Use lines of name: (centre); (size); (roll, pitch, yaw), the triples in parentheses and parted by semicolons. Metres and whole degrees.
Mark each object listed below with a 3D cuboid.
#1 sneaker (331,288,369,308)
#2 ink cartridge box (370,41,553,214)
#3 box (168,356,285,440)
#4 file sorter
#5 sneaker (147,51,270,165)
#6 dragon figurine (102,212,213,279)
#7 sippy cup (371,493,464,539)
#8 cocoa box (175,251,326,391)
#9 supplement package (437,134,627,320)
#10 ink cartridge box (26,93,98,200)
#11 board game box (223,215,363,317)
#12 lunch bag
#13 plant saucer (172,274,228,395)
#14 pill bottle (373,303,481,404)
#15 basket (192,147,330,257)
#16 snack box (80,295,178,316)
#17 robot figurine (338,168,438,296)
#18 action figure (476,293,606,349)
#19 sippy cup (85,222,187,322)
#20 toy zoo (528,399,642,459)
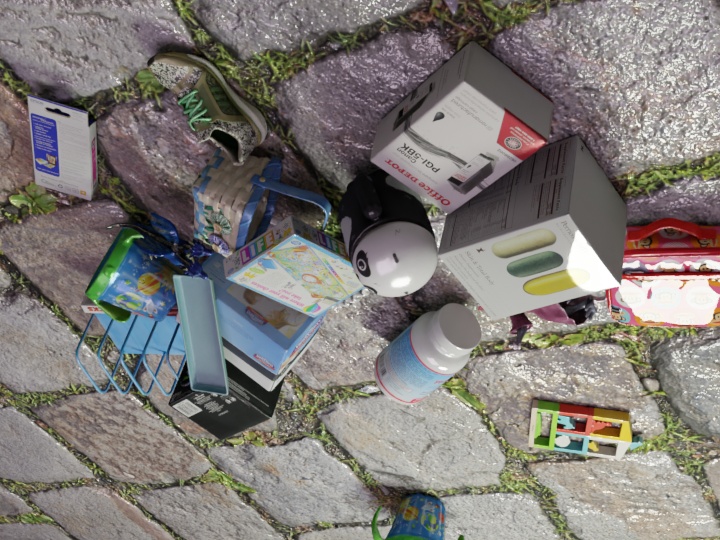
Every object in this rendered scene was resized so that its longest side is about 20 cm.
sneaker: (0.000, 0.000, 1.692); (0.199, 0.075, 0.081); (-23, 111, 38)
ink cartridge box: (0.130, -0.180, 1.409); (0.146, 0.083, 0.200); (32, 138, -20)
box: (-0.213, 0.160, 1.842); (0.124, 0.201, 0.148); (39, 136, -25)
file sorter: (-0.393, 0.147, 1.952); (0.199, 0.123, 0.139); (0, 138, 20)
sneaker: (-0.212, -0.219, 1.475); (0.200, 0.089, 0.077); (37, 137, -24)
dragon figurine: (-0.300, -0.046, 1.617); (0.199, 0.059, 0.099); (29, 172, 9)
sippy cup: (0.121, 0.543, 2.245); (0.139, 0.131, 0.178); (-18, 131, 34)
cocoa box: (-0.173, 0.065, 1.725); (0.200, 0.133, 0.131); (36, 141, 8)
supplement package: (0.237, -0.054, 1.469); (0.199, 0.151, 0.152); (-18, 130, 35)
ink cartridge box: (-0.450, -0.192, 1.633); (0.094, 0.037, 0.200); (17, 144, 0)
board game box: (-0.084, -0.002, 1.579); (0.134, 0.034, 0.200); (-31, 145, 25)
lunch bag: (0.446, -0.002, 1.525); (0.199, 0.082, 0.177); (-1, 134, 18)
plant saucer: (-0.245, 0.098, 1.672); (0.070, 0.019, 0.201); (5, 116, 24)
pill bottle: (0.112, 0.136, 1.776); (0.108, 0.109, 0.200); (27, 141, -14)
basket: (-0.144, -0.078, 1.580); (0.199, 0.140, 0.177); (16, 144, 4)
snack box: (-0.380, 0.043, 1.861); (0.199, 0.072, 0.024); (1, 138, 17)
robot figurine: (0.035, -0.053, 1.496); (0.150, 0.201, 0.125); (18, 125, -28)
action figure: (0.251, 0.029, 1.632); (0.199, 0.149, 0.134); (-1, 121, 50)
sippy cup: (-0.356, 0.012, 1.749); (0.130, 0.140, 0.178); (31, 163, -15)
toy zoo: (0.404, 0.288, 1.929); (0.199, 0.021, 0.132); (6, 140, 11)
